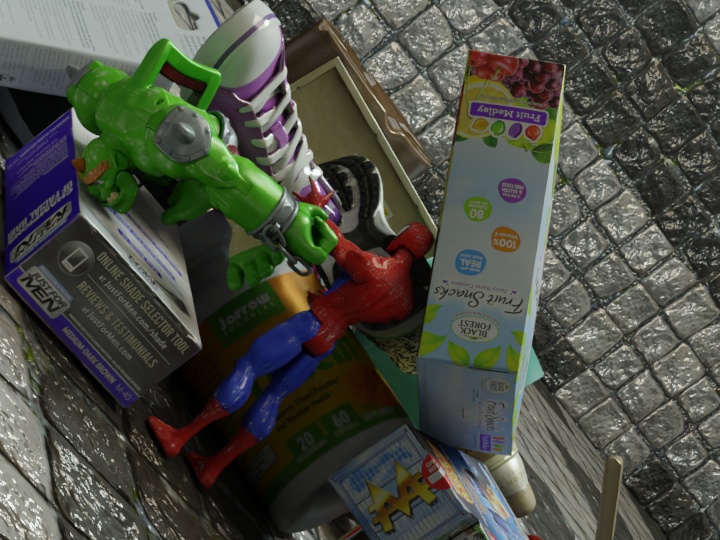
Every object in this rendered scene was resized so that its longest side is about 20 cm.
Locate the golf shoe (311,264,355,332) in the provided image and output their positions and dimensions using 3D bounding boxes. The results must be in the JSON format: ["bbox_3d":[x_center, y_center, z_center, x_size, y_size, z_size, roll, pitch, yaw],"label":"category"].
[{"bbox_3d":[-0.046,0.042,1.528,0.092,0.072,0.202,-5,77,-42],"label":"golf shoe"}]

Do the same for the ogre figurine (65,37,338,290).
[{"bbox_3d":[-0.104,-0.066,1.270,0.120,0.098,0.200,44,9,-37],"label":"ogre figurine"}]

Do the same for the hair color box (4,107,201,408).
[{"bbox_3d":[-0.157,-0.012,1.315,0.109,0.065,0.200,50,6,-22],"label":"hair color box"}]

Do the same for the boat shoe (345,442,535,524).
[{"bbox_3d":[0.052,0.162,1.558,0.200,0.072,0.065,-24,-83,54],"label":"boat shoe"}]

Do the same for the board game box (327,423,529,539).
[{"bbox_3d":[0.064,0.180,1.338,0.201,0.061,0.200,59,9,33],"label":"board game box"}]

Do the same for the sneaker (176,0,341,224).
[{"bbox_3d":[-0.050,-0.081,1.352,0.114,0.073,0.201,41,-22,13],"label":"sneaker"}]

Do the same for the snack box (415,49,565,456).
[{"bbox_3d":[0.080,-0.007,1.357,0.169,0.067,0.202,83,17,-69],"label":"snack box"}]

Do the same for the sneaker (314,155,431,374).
[{"bbox_3d":[0.000,0.000,1.488,0.201,0.076,0.089,-116,-173,-49],"label":"sneaker"}]

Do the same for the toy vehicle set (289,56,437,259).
[{"bbox_3d":[-0.021,-0.047,1.705,0.201,0.124,0.027,60,-1,0],"label":"toy vehicle set"}]

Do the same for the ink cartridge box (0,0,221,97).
[{"bbox_3d":[-0.194,-0.170,1.501,0.198,0.041,0.200,8,26,-19],"label":"ink cartridge box"}]

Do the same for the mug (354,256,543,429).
[{"bbox_3d":[0.042,0.061,1.628,0.115,0.151,0.185,63,-11,3],"label":"mug"}]

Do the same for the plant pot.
[{"bbox_3d":[-0.061,-0.088,1.806,0.201,0.198,0.200,53,6,-8],"label":"plant pot"}]

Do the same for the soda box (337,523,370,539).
[{"bbox_3d":[0.011,0.201,1.408,0.068,0.064,0.200,54,6,2],"label":"soda box"}]

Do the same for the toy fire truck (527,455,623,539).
[{"bbox_3d":[0.125,0.220,1.509,0.129,0.199,0.176,52,7,-12],"label":"toy fire truck"}]

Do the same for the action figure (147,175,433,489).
[{"bbox_3d":[-0.044,0.028,1.317,0.065,0.200,0.099,47,5,-43],"label":"action figure"}]

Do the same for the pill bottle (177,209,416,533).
[{"bbox_3d":[-0.058,0.060,1.436,0.201,0.111,0.111,56,7,19],"label":"pill bottle"}]

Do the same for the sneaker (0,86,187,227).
[{"bbox_3d":[-0.173,-0.096,1.490,0.201,0.099,0.071,53,8,7],"label":"sneaker"}]
